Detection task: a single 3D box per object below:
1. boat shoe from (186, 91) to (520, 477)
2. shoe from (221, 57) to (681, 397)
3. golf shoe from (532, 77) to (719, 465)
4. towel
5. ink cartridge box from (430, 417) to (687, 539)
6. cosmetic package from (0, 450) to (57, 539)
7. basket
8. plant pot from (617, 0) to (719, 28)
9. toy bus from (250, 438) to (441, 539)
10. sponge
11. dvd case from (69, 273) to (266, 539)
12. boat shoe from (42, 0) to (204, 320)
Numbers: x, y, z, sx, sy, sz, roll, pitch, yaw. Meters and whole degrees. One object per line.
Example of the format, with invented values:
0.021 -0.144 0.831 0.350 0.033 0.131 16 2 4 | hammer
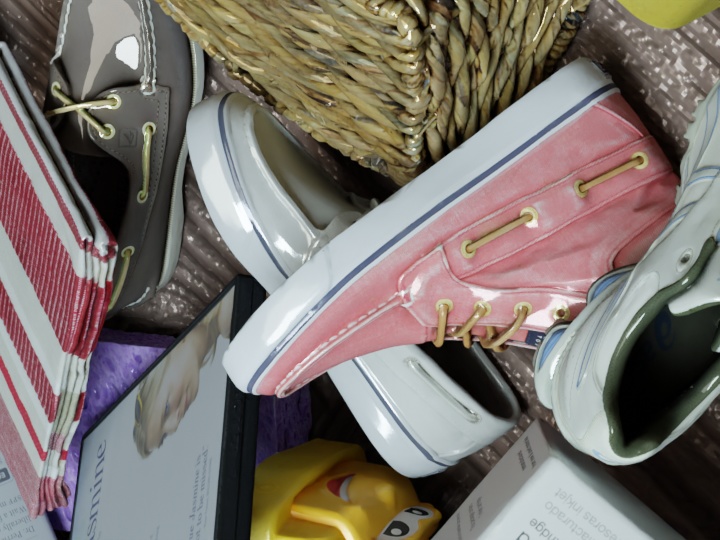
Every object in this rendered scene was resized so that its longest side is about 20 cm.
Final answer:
0.000 0.000 0.899 0.066 0.072 0.200 -27 99 28 | boat shoe
0.045 0.008 0.829 0.200 0.071 0.091 -38 81 -3 | shoe
0.144 -0.009 0.749 0.078 0.097 0.200 31 98 -8 | golf shoe
-0.165 0.007 0.997 0.144 0.023 0.200 58 145 34 | towel
0.063 0.185 0.814 0.146 0.084 0.200 39 96 -4 | ink cartridge box
-0.243 0.207 1.113 0.199 0.123 0.201 -26 86 52 | cosmetic package
0.006 -0.150 0.869 0.200 0.149 0.143 38 158 24 | basket
0.126 -0.202 0.686 0.200 0.200 0.177 43 137 20 | plant pot
0.035 0.186 0.913 0.191 0.136 0.201 2 102 24 | toy bus
-0.108 0.088 1.051 0.199 0.030 0.112 5 106 38 | sponge
-0.095 0.105 0.936 0.200 0.017 0.143 -44 38 51 | dvd case
-0.122 -0.066 0.977 0.072 0.060 0.201 20 123 21 | boat shoe
